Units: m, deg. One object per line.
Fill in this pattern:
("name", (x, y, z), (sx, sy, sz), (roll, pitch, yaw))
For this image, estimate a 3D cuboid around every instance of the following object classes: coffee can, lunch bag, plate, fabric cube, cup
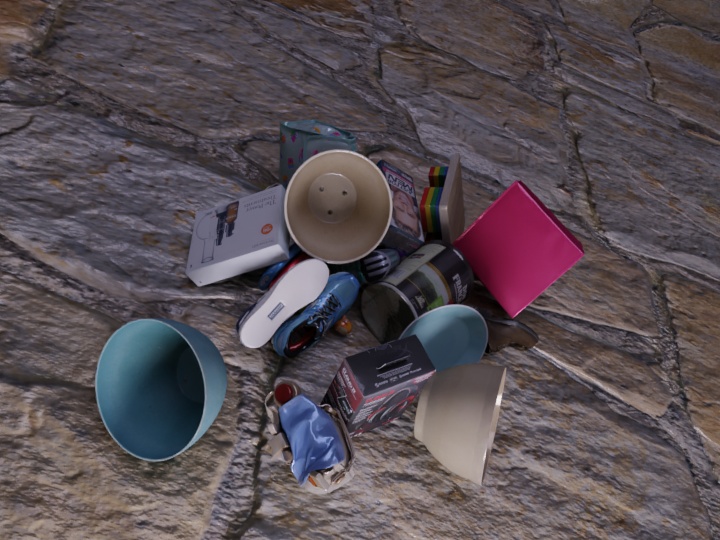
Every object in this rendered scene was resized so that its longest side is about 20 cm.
("coffee can", (0.116, 0.047, 1.169), (0.146, 0.147, 0.199), (44, 51, 15))
("lunch bag", (-0.084, -0.218, 1.229), (0.120, 0.174, 0.198), (-15, 31, -38))
("plate", (0.146, 0.144, 1.083), (0.196, 0.204, 0.026), (1, 29, -22))
("fabric cube", (0.339, -0.054, 1.254), (0.200, 0.196, 0.200), (47, 20, 7))
("cup", (-0.047, -0.128, 1.099), (0.196, 0.205, 0.143), (15, 11, -11))

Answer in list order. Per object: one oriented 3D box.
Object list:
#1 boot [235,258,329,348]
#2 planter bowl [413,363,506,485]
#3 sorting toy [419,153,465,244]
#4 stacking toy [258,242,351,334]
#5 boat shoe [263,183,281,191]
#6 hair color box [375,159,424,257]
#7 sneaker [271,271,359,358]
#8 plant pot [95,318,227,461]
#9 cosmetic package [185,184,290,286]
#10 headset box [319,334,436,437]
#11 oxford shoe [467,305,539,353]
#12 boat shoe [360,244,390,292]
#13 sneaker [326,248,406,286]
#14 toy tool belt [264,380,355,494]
("boot", (-0.146, 0.050, 1.042), (0.199, 0.090, 0.073), (-42, 108, -12))
("planter bowl", (0.170, 0.254, 1.016), (0.132, 0.203, 0.202), (11, 45, 18))
("sorting toy", (0.187, -0.123, 1.317), (0.068, 0.202, 0.202), (2, 43, 18))
("stacking toy", (-0.092, 0.052, 1.123), (0.200, 0.116, 0.110), (46, 55, -2))
("boat shoe", (-0.205, -0.101, 1.208), (0.071, 0.060, 0.202), (23, 48, -4))
("hair color box", (0.074, -0.138, 1.261), (0.099, 0.060, 0.203), (23, 43, -31))
("sneaker", (-0.070, 0.088, 1.043), (0.200, 0.090, 0.079), (-46, 109, -6))
("plant pot", (-0.284, 0.170, 0.896), (0.200, 0.201, 0.134), (42, 13, 13))
("cosmetic package", (-0.229, -0.067, 1.104), (0.196, 0.052, 0.153), (-16, 53, 15))
("headset box", (0.026, 0.197, 0.976), (0.146, 0.202, 0.076), (-13, 57, -31))
("oxford shoe", (0.290, 0.141, 1.233), (0.196, 0.073, 0.086), (16, 73, -14))
("boat shoe", (0.049, -0.035, 1.254), (0.074, 0.074, 0.202), (23, 48, -4))
("sneaker", (0.000, 0.000, 1.149), (0.087, 0.197, 0.076), (-20, 97, -46))
("toy tool belt", (-0.090, 0.253, 0.912), (0.124, 0.123, 0.202), (-34, 68, -2))
